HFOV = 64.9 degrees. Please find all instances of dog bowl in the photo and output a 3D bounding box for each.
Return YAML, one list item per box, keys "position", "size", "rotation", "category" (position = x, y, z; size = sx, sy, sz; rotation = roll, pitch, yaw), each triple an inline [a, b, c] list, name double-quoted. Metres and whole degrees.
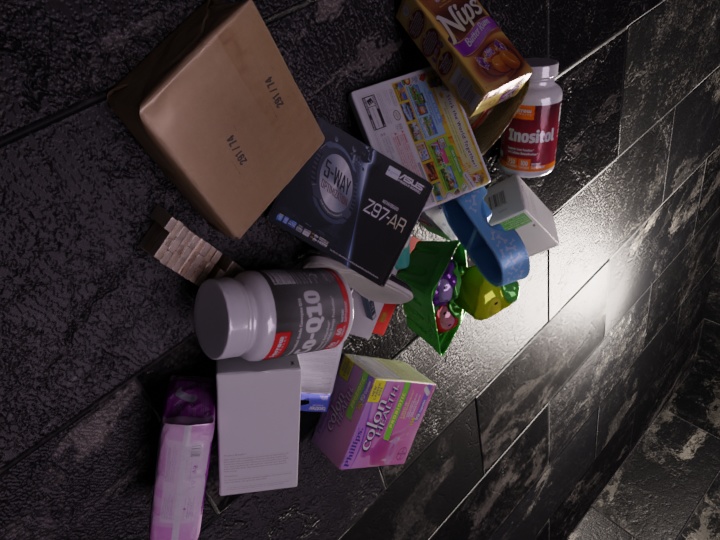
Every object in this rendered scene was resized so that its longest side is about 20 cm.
- position: [0.202, -0.063, 0.945]
  size: [0.048, 0.204, 0.112]
  rotation: [-27, 161, -11]
  category: "dog bowl"

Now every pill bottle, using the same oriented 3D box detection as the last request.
- position: [-0.113, 0.057, 0.759]
  size: [0.196, 0.112, 0.118]
  rotation: [-3, 112, -43]
  category: "pill bottle"
- position: [0.330, -0.296, 1.101]
  size: [0.111, 0.112, 0.207]
  rotation: [-25, 125, -33]
  category: "pill bottle"

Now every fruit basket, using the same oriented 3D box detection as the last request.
- position: [0.183, 0.051, 1.040]
  size: [0.157, 0.210, 0.219]
  rotation: [-53, 138, -27]
  category: "fruit basket"

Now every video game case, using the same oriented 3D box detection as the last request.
- position: [0.094, -0.202, 0.877]
  size: [0.177, 0.023, 0.206]
  rotation: [-22, 90, -20]
  category: "video game case"

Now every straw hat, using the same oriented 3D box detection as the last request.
- position: [0.189, -0.277, 0.962]
  size: [0.084, 0.201, 0.205]
  rotation: [33, 85, -13]
  category: "straw hat"

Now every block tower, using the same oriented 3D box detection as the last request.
- position: [-0.204, -0.004, 0.761]
  size: [0.059, 0.053, 0.200]
  rotation: [-55, 136, -9]
  category: "block tower"

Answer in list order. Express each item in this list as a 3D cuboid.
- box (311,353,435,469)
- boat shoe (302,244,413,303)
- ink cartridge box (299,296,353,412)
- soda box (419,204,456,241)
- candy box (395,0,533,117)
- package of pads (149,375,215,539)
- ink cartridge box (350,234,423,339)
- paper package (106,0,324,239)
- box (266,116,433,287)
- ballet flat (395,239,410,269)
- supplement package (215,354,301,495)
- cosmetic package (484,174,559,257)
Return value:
- position: [0.029, 0.272, 1.094]
  size: [0.197, 0.096, 0.181]
  rotation: [16, 98, -46]
  category: "box"
- position: [0.000, 0.000, 0.912]
  size: [0.194, 0.074, 0.062]
  rotation: [18, 58, -18]
  category: "boat shoe"
- position: [-0.089, 0.129, 0.924]
  size: [0.115, 0.042, 0.208]
  rotation: [7, 103, -23]
  category: "ink cartridge box"
- position: [0.114, -0.130, 1.001]
  size: [0.199, 0.067, 0.065]
  rotation: [36, 84, -47]
  category: "soda box"
- position: [0.154, -0.342, 0.853]
  size: [0.115, 0.203, 0.057]
  rotation: [-29, 167, -30]
  category: "candy box"
- position: [-0.248, 0.266, 0.795]
  size: [0.073, 0.121, 0.207]
  rotation: [6, 108, -17]
  category: "package of pads"
- position: [0.039, 0.021, 1.020]
  size: [0.173, 0.044, 0.206]
  rotation: [18, 96, -46]
  category: "ink cartridge box"
- position: [-0.162, -0.180, 0.682]
  size: [0.192, 0.102, 0.202]
  rotation: [-50, 135, -16]
  category: "paper package"
- position: [-0.014, -0.096, 0.816]
  size: [0.164, 0.196, 0.044]
  rotation: [-60, 179, 0]
  category: "box"
- position: [0.042, -0.090, 0.896]
  size: [0.204, 0.069, 0.068]
  rotation: [59, 43, -18]
  category: "ballet flat"
- position: [-0.153, 0.204, 0.839]
  size: [0.116, 0.120, 0.207]
  rotation: [-1, 113, -14]
  category: "supplement package"
- position: [0.327, -0.104, 1.180]
  size: [0.197, 0.105, 0.088]
  rotation: [27, 49, -45]
  category: "cosmetic package"
